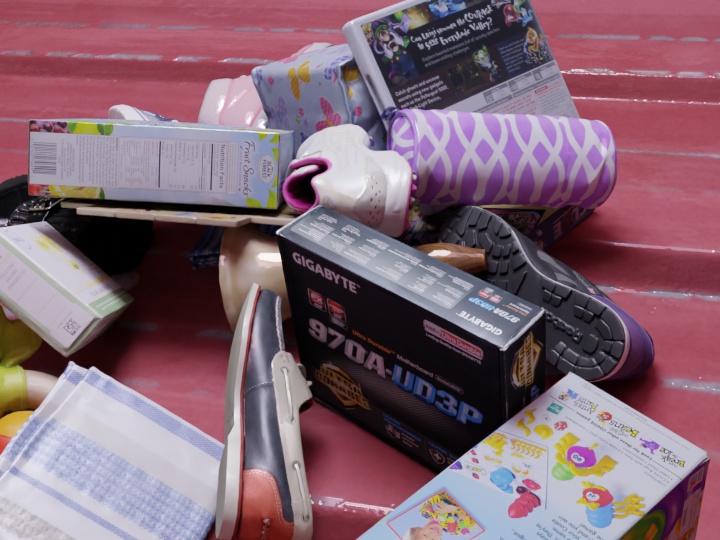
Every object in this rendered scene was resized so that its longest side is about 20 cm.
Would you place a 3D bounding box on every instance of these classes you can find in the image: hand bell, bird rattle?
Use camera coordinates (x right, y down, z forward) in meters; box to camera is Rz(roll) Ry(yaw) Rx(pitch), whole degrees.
[{"bbox_3d":[0.000,0.000,0.814,0.200,0.104,0.104,-6,36,15],"label":"hand bell"},{"bbox_3d":[-0.263,0.125,0.725,0.163,0.113,0.200,18,43,3],"label":"bird rattle"}]

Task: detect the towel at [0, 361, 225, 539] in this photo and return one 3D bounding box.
[{"bbox_3d":[-0.178,0.162,0.678,0.147,0.024,0.200,30,44,-1],"label":"towel"}]

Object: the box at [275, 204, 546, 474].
[{"bbox_3d":[0.035,0.060,0.709,0.200,0.159,0.046,27,50,35],"label":"box"}]

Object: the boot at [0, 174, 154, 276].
[{"bbox_3d":[-0.307,-0.017,0.929,0.158,0.079,0.211,19,43,30],"label":"boot"}]

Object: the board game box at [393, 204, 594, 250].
[{"bbox_3d":[0.102,-0.045,0.940,0.135,0.035,0.200,27,48,37],"label":"board game box"}]

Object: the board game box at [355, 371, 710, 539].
[{"bbox_3d":[0.096,0.169,0.601,0.200,0.103,0.105,-31,43,-29],"label":"board game box"}]

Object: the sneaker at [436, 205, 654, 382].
[{"bbox_3d":[0.143,0.023,0.815,0.088,0.076,0.200,12,26,-49],"label":"sneaker"}]

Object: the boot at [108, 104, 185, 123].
[{"bbox_3d":[-0.184,-0.124,1.067,0.090,0.073,0.200,-19,39,-30],"label":"boot"}]

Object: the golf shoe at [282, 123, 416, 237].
[{"bbox_3d":[-0.029,-0.080,0.847,0.091,0.075,0.200,-1,14,-22],"label":"golf shoe"}]

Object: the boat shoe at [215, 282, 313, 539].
[{"bbox_3d":[-0.064,0.098,0.728,0.063,0.071,0.200,7,51,-11],"label":"boat shoe"}]

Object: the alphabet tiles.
[{"bbox_3d":[-0.137,-0.052,0.868,0.200,0.006,0.166,5,9,13],"label":"alphabet tiles"}]

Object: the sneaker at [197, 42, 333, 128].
[{"bbox_3d":[-0.107,-0.199,1.140,0.105,0.075,0.200,16,47,20],"label":"sneaker"}]

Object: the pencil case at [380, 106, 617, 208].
[{"bbox_3d":[0.115,-0.090,0.868,0.200,0.086,0.084,2,69,-16],"label":"pencil case"}]

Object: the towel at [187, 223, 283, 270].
[{"bbox_3d":[-0.052,-0.058,0.954,0.200,0.024,0.145,-10,27,11],"label":"towel"}]

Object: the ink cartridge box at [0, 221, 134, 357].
[{"bbox_3d":[-0.279,-0.019,0.810,0.048,0.200,0.146,-48,5,1],"label":"ink cartridge box"}]

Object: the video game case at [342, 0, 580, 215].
[{"bbox_3d":[0.100,-0.170,0.944,0.200,0.182,0.023,-27,7,-28],"label":"video game case"}]

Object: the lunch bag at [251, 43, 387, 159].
[{"bbox_3d":[0.020,-0.178,1.021,0.200,0.127,0.170,-18,17,-31],"label":"lunch bag"}]

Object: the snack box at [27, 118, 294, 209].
[{"bbox_3d":[-0.161,-0.094,0.886,0.200,0.068,0.169,2,8,1],"label":"snack box"}]
